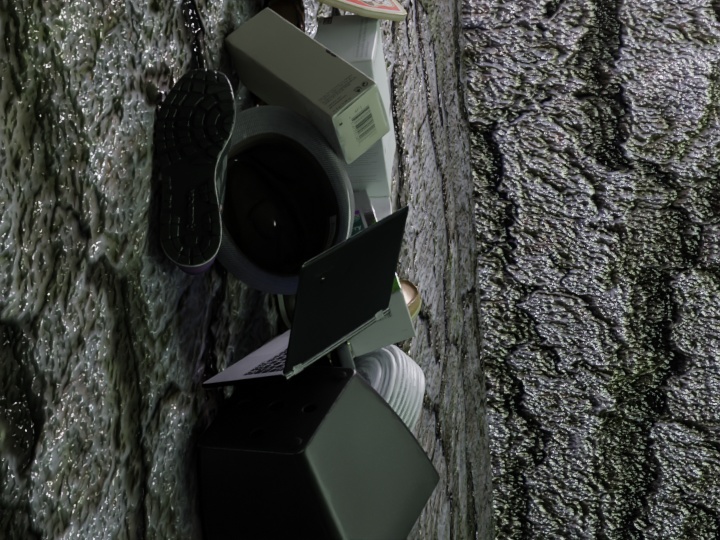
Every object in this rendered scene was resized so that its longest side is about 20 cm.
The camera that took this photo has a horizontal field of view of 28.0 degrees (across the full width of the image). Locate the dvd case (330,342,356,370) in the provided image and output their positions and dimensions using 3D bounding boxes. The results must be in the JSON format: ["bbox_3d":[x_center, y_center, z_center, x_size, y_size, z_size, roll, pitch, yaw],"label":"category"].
[{"bbox_3d":[-0.016,0.129,1.721,0.201,0.017,0.144,-110,-172,-53],"label":"dvd case"}]

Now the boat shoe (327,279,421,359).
[{"bbox_3d":[0.010,0.051,1.880,0.199,0.074,0.067,-28,141,-42],"label":"boat shoe"}]

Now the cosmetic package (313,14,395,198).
[{"bbox_3d":[-0.008,-0.200,1.764,0.113,0.080,0.201,-83,169,-48],"label":"cosmetic package"}]

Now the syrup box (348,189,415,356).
[{"bbox_3d":[0.000,0.000,1.724,0.201,0.078,0.082,-108,179,-48],"label":"syrup box"}]

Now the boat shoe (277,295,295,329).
[{"bbox_3d":[-0.075,0.009,1.832,0.203,0.060,0.073,76,18,-48],"label":"boat shoe"}]

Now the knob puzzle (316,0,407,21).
[{"bbox_3d":[-0.031,-0.358,1.749,0.031,0.218,0.220,-65,178,23],"label":"knob puzzle"}]

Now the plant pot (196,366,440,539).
[{"bbox_3d":[-0.060,0.211,1.522,0.200,0.198,0.179,-54,134,-44],"label":"plant pot"}]

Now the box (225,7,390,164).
[{"bbox_3d":[-0.059,-0.207,1.600,0.068,0.200,0.082,-39,144,-15],"label":"box"}]

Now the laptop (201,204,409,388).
[{"bbox_3d":[-0.058,0.029,1.516,0.187,0.199,0.117,-30,105,-47],"label":"laptop"}]

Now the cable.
[{"bbox_3d":[0.001,0.189,1.845,0.069,0.200,0.201,36,27,-20],"label":"cable"}]

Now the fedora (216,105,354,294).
[{"bbox_3d":[-0.101,-0.070,1.560,0.201,0.176,0.090,57,-21,-6],"label":"fedora"}]

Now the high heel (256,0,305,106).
[{"bbox_3d":[-0.093,-0.267,1.722,0.200,0.071,0.144,-96,-177,-63],"label":"high heel"}]

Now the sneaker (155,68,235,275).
[{"bbox_3d":[-0.165,-0.096,1.425,0.088,0.075,0.202,105,-10,-79],"label":"sneaker"}]

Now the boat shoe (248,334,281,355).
[{"bbox_3d":[-0.097,0.125,1.720,0.200,0.062,0.075,-50,139,-71],"label":"boat shoe"}]

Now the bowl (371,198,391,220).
[{"bbox_3d":[-0.035,-0.099,1.909,0.201,0.074,0.201,59,26,-29],"label":"bowl"}]

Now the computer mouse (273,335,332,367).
[{"bbox_3d":[-0.054,0.153,1.688,0.139,0.052,0.202,-53,143,-52],"label":"computer mouse"}]
